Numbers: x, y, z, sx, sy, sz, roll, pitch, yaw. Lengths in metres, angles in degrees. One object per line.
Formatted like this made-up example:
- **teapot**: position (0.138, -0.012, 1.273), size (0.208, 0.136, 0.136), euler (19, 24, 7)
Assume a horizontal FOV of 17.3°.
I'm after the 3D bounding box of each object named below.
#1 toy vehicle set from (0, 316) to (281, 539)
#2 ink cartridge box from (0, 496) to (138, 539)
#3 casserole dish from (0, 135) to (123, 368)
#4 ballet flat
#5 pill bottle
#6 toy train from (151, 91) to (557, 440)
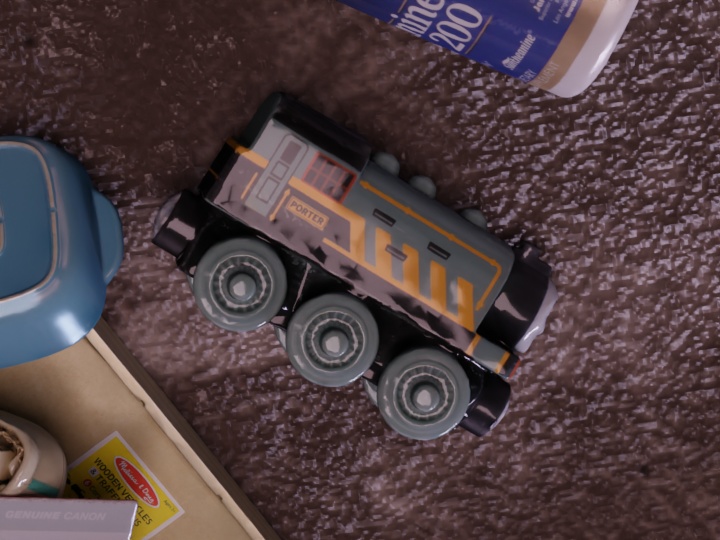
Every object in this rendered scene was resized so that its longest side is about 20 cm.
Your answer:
- **toy vehicle set**: position (-0.136, 0.121, 1.220), size (0.124, 0.027, 0.200), euler (-35, 103, 9)
- **ink cartridge box**: position (-0.221, 0.173, 1.162), size (0.200, 0.044, 0.174), euler (4, 115, -20)
- **casserole dish**: position (-0.215, -0.006, 1.141), size (0.200, 0.039, 0.121), euler (-12, 63, 2)
- **ballet flat**: position (-0.240, 0.072, 1.160), size (0.200, 0.069, 0.070), euler (16, 106, 11)
- **pill bottle**: position (0.031, -0.167, 1.098), size (0.200, 0.111, 0.111), euler (23, 104, -7)
- **toy train**: position (0.000, 0.000, 1.164), size (0.200, 0.085, 0.114), euler (31, 93, -9)
